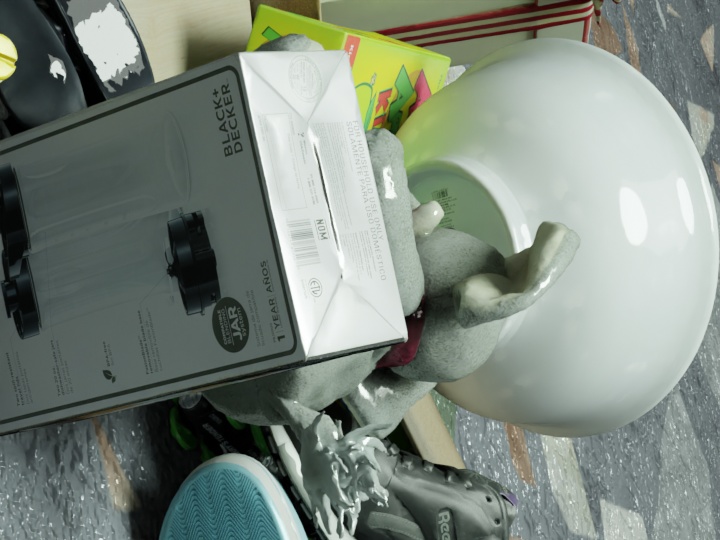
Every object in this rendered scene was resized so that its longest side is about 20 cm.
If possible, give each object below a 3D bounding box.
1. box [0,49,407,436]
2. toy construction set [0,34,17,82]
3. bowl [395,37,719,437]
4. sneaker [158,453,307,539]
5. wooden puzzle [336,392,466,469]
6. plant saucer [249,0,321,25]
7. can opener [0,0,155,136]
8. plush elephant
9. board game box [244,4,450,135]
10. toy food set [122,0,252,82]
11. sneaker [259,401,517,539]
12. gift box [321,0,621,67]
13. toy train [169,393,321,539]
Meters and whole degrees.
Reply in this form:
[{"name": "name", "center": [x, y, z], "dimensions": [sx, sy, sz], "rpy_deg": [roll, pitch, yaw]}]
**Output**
[{"name": "box", "center": [-0.084, -0.007, 0.854], "dimensions": [0.060, 0.199, 0.117], "rpy_deg": [-9, 85, -49]}, {"name": "toy construction set", "center": [-0.207, -0.152, 0.795], "dimensions": [0.131, 0.092, 0.201], "rpy_deg": [-11, 79, -43]}, {"name": "bowl", "center": [0.068, -0.010, 1.065], "dimensions": [0.090, 0.201, 0.202], "rpy_deg": [-11, 87, -47]}, {"name": "sneaker", "center": [-0.033, 0.172, 1.043], "dimensions": [0.130, 0.079, 0.201], "rpy_deg": [-30, 114, -65]}, {"name": "wooden puzzle", "center": [0.005, 0.074, 1.151], "dimensions": [0.186, 0.046, 0.200], "rpy_deg": [64, -7, -34]}, {"name": "plant saucer", "center": [-0.052, -0.194, 1.173], "dimensions": [0.200, 0.035, 0.201], "rpy_deg": [172, -90, -84]}, {"name": "can opener", "center": [-0.167, -0.134, 0.921], "dimensions": [0.079, 0.063, 0.200], "rpy_deg": [-42, 106, -33]}, {"name": "plush elephant", "center": [0.000, 0.000, 0.937], "dimensions": [0.155, 0.165, 0.201], "rpy_deg": [-18, 77, -47]}, {"name": "board game box", "center": [-0.013, -0.071, 1.099], "dimensions": [0.200, 0.047, 0.102], "rpy_deg": [-7, 114, -74]}, {"name": "toy food set", "center": [-0.105, -0.077, 1.053], "dimensions": [0.200, 0.060, 0.144], "rpy_deg": [-26, 112, -66]}, {"name": "sneaker", "center": [0.023, 0.110, 1.036], "dimensions": [0.200, 0.087, 0.076], "rpy_deg": [58, -1, -15]}, {"name": "gift box", "center": [0.056, -0.212, 1.254], "dimensions": [0.200, 0.186, 0.186], "rpy_deg": [77, 3, -82]}, {"name": "toy train", "center": [-0.040, 0.098, 1.115], "dimensions": [0.200, 0.042, 0.057], "rpy_deg": [49, 24, -49]}]
